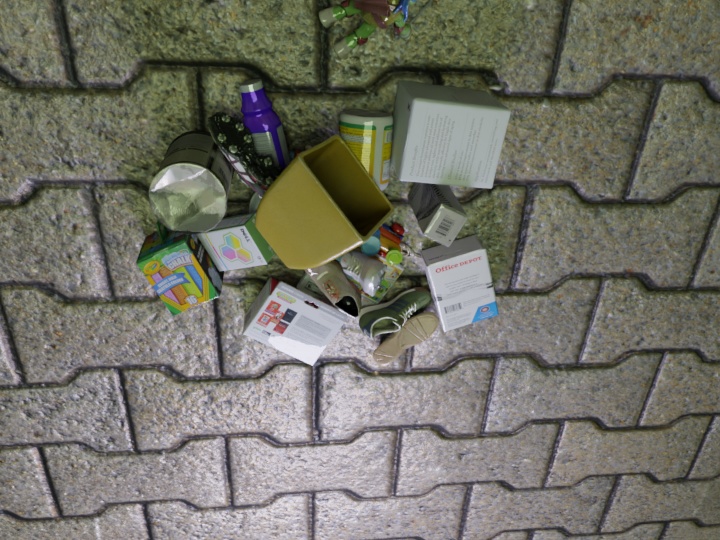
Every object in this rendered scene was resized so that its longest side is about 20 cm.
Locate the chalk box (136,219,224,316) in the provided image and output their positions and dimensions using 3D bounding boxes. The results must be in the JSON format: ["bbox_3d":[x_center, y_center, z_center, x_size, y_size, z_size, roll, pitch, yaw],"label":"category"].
[{"bbox_3d":[-0.407,-0.026,1.341,0.123,0.125,0.201,-23,119,5],"label":"chalk box"}]

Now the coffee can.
[{"bbox_3d":[-0.334,-0.181,1.218,0.146,0.200,0.147,-3,120,-5],"label":"coffee can"}]

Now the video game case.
[{"bbox_3d":[-0.025,0.017,1.474,0.199,0.023,0.182,28,112,-20],"label":"video game case"}]

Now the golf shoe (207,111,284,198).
[{"bbox_3d":[-0.242,-0.226,1.223,0.200,0.077,0.088,50,146,-2],"label":"golf shoe"}]

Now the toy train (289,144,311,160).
[{"bbox_3d":[-0.081,-0.179,1.336,0.199,0.056,0.151,20,115,-17],"label":"toy train"}]

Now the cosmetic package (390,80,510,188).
[{"bbox_3d":[0.174,-0.281,1.248,0.199,0.167,0.168,4,118,-11],"label":"cosmetic package"}]

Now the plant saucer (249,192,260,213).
[{"bbox_3d":[-0.155,-0.103,1.333,0.199,0.050,0.201,8,135,8],"label":"plant saucer"}]

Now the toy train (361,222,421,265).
[{"bbox_3d":[0.076,-0.050,1.394,0.199,0.116,0.085,28,113,-21],"label":"toy train"}]

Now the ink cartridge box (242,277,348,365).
[{"bbox_3d":[-0.155,0.111,1.472,0.199,0.084,0.176,29,114,-22],"label":"ink cartridge box"}]

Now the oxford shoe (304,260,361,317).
[{"bbox_3d":[-0.062,0.034,1.418,0.070,0.075,0.200,-40,119,16],"label":"oxford shoe"}]

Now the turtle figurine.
[{"bbox_3d":[0.032,-0.502,1.159,0.193,0.201,0.144,-18,145,26],"label":"turtle figurine"}]

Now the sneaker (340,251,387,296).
[{"bbox_3d":[0.000,0.000,1.348,0.099,0.200,0.078,25,92,-6],"label":"sneaker"}]

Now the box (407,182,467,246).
[{"bbox_3d":[0.162,-0.138,1.307,0.068,0.200,0.082,22,114,-18],"label":"box"}]

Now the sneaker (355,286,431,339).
[{"bbox_3d":[0.092,0.113,1.489,0.199,0.090,0.067,-19,130,-6],"label":"sneaker"}]

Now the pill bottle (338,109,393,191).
[{"bbox_3d":[0.007,-0.229,1.275,0.112,0.113,0.201,0,112,-8],"label":"pill bottle"}]

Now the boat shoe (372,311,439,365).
[{"bbox_3d":[0.115,0.167,1.553,0.200,0.065,0.072,-41,98,14],"label":"boat shoe"}]

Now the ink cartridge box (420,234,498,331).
[{"bbox_3d":[0.243,0.031,1.480,0.145,0.084,0.201,-17,119,2],"label":"ink cartridge box"}]

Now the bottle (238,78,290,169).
[{"bbox_3d":[-0.201,-0.288,1.247,0.083,0.065,0.201,4,123,26],"label":"bottle"}]

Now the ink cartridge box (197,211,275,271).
[{"bbox_3d":[-0.250,-0.065,1.325,0.199,0.059,0.104,-7,125,32],"label":"ink cartridge box"}]

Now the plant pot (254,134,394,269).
[{"bbox_3d":[-0.089,-0.113,1.185,0.200,0.196,0.195,-34,97,30],"label":"plant pot"}]
